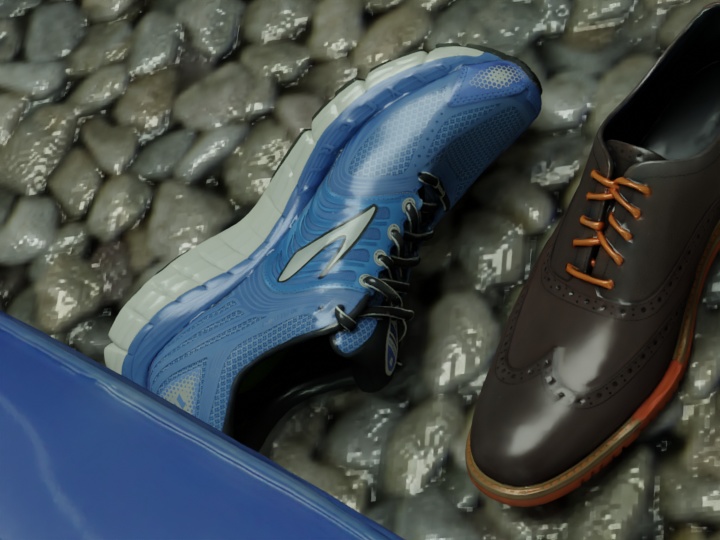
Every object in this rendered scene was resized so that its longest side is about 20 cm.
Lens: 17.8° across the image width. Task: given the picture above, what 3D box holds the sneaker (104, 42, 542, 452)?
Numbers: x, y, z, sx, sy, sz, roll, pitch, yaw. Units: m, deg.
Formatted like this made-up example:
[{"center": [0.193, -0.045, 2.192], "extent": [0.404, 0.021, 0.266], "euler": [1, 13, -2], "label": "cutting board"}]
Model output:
[{"center": [0.000, 0.000, 0.874], "extent": [0.200, 0.079, 0.089], "euler": [-46, 58, 2], "label": "sneaker"}]

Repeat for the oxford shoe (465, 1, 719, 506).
[{"center": [0.090, -0.009, 0.828], "extent": [0.071, 0.073, 0.200], "euler": [19, 68, 33], "label": "oxford shoe"}]

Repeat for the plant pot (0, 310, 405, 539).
[{"center": [-0.045, 0.143, 0.626], "extent": [0.200, 0.200, 0.180], "euler": [27, 83, 38], "label": "plant pot"}]
